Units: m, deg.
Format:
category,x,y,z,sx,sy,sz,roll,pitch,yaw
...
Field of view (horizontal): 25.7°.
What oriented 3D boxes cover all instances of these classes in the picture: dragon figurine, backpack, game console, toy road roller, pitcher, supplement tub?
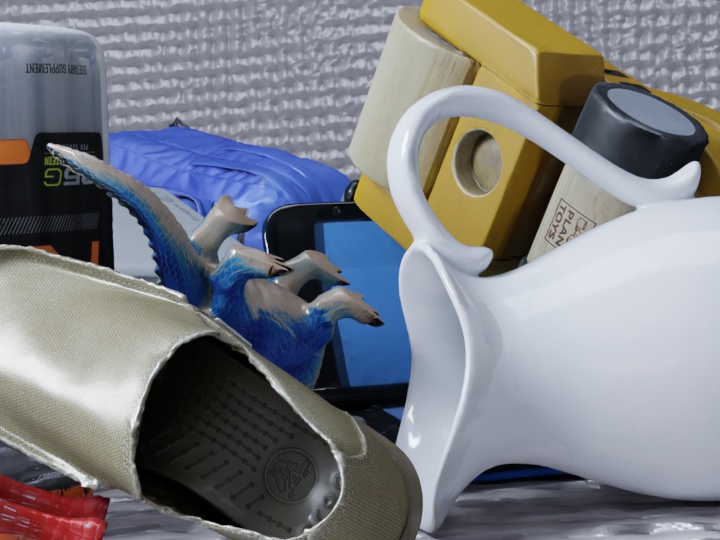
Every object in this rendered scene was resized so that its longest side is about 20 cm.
category,x,y,z,sx,sy,sz,roll,pitch,yaw
dragon figurine,-0.059,0.030,0.627,0.199,0.100,0.059,29,12,-47
backpack,-0.108,-0.006,1.134,0.198,0.165,0.167,14,20,25
game console,0.065,0.026,0.772,0.197,0.120,0.171,-4,6,-17
toy road roller,0.105,-0.051,0.778,0.145,0.124,0.200,-6,36,-44
pitcher,0.108,0.009,0.637,0.197,0.174,0.121,-4,-1,-15
supplement tub,-0.160,0.005,0.643,0.121,0.203,0.123,-2,4,0

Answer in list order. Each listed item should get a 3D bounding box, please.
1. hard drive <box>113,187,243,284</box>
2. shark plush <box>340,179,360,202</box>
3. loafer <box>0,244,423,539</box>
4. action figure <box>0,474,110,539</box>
category,x,y,z,sx,sy,sz,roll,pitch,yaw
hard drive,-0.158,-0.017,0.898,0.199,0.027,0.131,2,25,-47
shark plush,0.000,0.000,0.930,0.083,0.091,0.200,-33,2,14
loafer,-0.071,0.040,0.528,0.198,0.077,0.068,22,-14,12
action figure,-0.190,0.092,0.505,0.198,0.100,0.065,20,-2,-8
